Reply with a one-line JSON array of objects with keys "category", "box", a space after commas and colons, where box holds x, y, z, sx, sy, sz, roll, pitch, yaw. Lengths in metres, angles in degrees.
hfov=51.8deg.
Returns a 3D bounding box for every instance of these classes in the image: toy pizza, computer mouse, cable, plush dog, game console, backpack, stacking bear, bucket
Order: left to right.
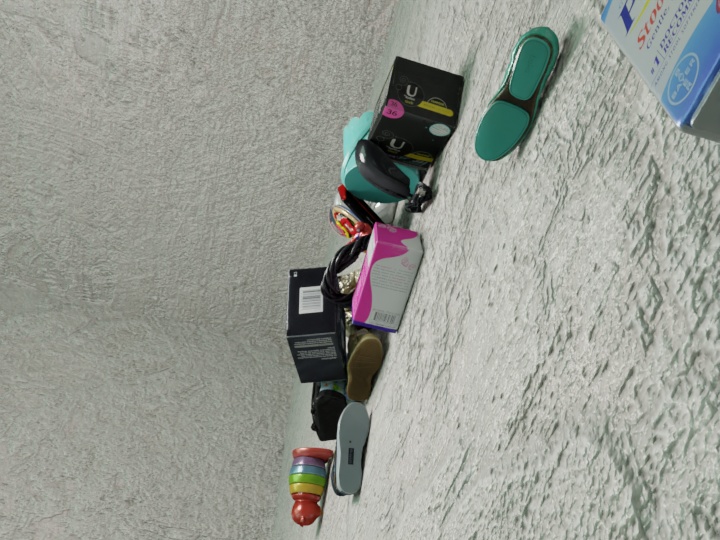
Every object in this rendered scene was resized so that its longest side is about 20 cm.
[{"category": "stacking bear", "box": [-0.145, 0.603, 2.054, 0.122, 0.113, 0.201, 116, 161, -60]}, {"category": "backpack", "box": [-0.062, 0.296, 1.855, 0.200, 0.153, 0.164, -108, 13, -53]}, {"category": "plush dog", "box": [-0.022, 0.100, 1.934, 0.200, 0.160, 0.173, 122, 134, -74]}, {"category": "toy pizza", "box": [-0.008, -0.091, 1.917, 0.032, 0.200, 0.200, -46, 1, -12]}, {"category": "cable", "box": [0.000, 0.000, 1.639, 0.051, 0.199, 0.164, 50, 163, 41]}, {"category": "game console", "box": [0.019, -0.120, 1.784, 0.031, 0.200, 0.177, -41, 16, 12]}, {"category": "bucket", "box": [0.051, -0.259, 1.732, 0.207, 0.206, 0.135, 117, 160, -61]}, {"category": "computer mouse", "box": [0.055, -0.194, 1.563, 0.053, 0.200, 0.139, -46, -4, -15]}]

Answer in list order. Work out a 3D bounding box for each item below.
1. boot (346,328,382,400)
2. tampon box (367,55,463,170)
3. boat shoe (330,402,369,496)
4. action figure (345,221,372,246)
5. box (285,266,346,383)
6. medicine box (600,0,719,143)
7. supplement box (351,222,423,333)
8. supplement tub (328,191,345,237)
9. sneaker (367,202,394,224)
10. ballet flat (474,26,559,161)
[{"category": "boot", "box": [0.007, 0.185, 1.733, 0.156, 0.072, 0.201, -89, 6, -50]}, {"category": "tampon box", "box": [0.109, -0.323, 1.555, 0.200, 0.149, 0.127, 122, 161, -68]}, {"category": "boat shoe", "box": [-0.031, 0.397, 1.644, 0.091, 0.070, 0.201, 127, 154, -62]}, {"category": "action figure", "box": [0.004, -0.036, 1.705, 0.200, 0.099, 0.065, 67, 180, -49]}, {"category": "box", "box": [-0.100, 0.128, 1.750, 0.201, 0.117, 0.197, 81, -174, -50]}, {"category": "medicine box", "box": [0.248, -0.191, 0.442, 0.200, 0.102, 0.183, -88, 14, -54]}, {"category": "supplement box", "box": [0.054, 0.015, 1.569, 0.104, 0.101, 0.201, -92, 17, -62]}, {"category": "supplement tub", "box": [-0.023, -0.194, 2.381, 0.200, 0.140, 0.141, 128, 154, -73]}, {"category": "sneaker", "box": [0.060, -0.174, 1.990, 0.201, 0.087, 0.075, -57, 9, 10]}, {"category": "ballet flat", "box": [0.214, -0.235, 0.993, 0.070, 0.067, 0.201, -50, -14, -44]}]
